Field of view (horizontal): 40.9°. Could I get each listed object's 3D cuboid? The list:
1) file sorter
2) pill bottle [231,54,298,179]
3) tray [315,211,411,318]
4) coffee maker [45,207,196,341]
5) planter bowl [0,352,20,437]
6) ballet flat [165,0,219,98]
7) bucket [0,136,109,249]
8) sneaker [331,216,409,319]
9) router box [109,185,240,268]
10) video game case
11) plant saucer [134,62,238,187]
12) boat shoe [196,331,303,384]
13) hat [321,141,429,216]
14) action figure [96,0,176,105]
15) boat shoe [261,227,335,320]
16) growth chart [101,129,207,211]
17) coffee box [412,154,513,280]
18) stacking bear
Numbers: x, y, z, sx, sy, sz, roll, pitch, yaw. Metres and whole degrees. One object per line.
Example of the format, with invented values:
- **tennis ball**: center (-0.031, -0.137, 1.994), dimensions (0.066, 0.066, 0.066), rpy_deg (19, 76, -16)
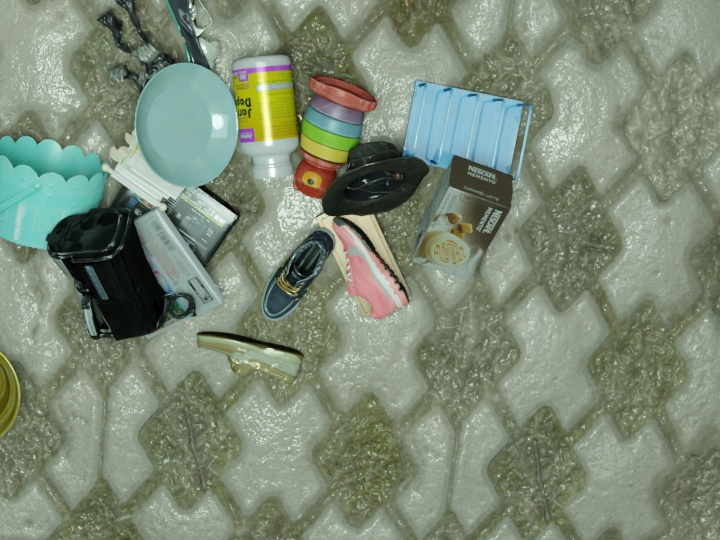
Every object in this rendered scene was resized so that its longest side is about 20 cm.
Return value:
- **file sorter**: center (0.183, -0.241, 1.665), dimensions (0.196, 0.123, 0.142), rpy_deg (10, 98, -4)
- **pill bottle**: center (-0.160, -0.262, 1.654), dimensions (0.102, 0.104, 0.204), rpy_deg (-6, 99, -2)
- **tray**: center (0.005, -0.027, 1.734), dimensions (0.097, 0.037, 0.203), rpy_deg (-26, 100, 2)
- **coffee maker**: center (-0.390, 0.000, 1.577), dimensions (0.189, 0.136, 0.202), rpy_deg (-19, 138, -8)
- **planter bowl**: center (-0.692, 0.208, 1.715), dimensions (0.196, 0.083, 0.205), rpy_deg (0, 99, -3)
- **ballet flat**: center (-0.279, -0.399, 1.647), dimensions (0.072, 0.073, 0.204), rpy_deg (-17, 97, 0)
- **bucket**: center (-0.528, -0.130, 1.613), dimensions (0.203, 0.208, 0.137), rpy_deg (15, 106, -5)
- **sneaker**: center (0.000, 0.000, 1.684), dimensions (0.086, 0.074, 0.201), rpy_deg (-36, 98, 7)
- **router box**: center (-0.331, -0.094, 1.694), dimensions (0.199, 0.062, 0.151), rpy_deg (36, 96, -8)
- **video game case**: center (-0.360, 0.007, 1.678), dimensions (0.180, 0.024, 0.202), rpy_deg (-23, 112, 25)
- **plant saucer**: center (-0.296, -0.242, 1.614), dimensions (0.198, 0.038, 0.206), rpy_deg (-7, 101, -41)
- **boat shoe**: center (-0.203, 0.158, 1.734), dimensions (0.196, 0.074, 0.068), rpy_deg (14, 93, -5)
- **hat**: center (0.015, -0.166, 1.622), dimensions (0.197, 0.201, 0.082), rpy_deg (-18, 71, 0)
- **action figure**: center (-0.372, -0.352, 1.623), dimensions (0.118, 0.102, 0.202), rpy_deg (-28, 94, 24)
- **boat shoe**: center (-0.120, 0.014, 1.693), dimensions (0.070, 0.091, 0.201), rpy_deg (36, 108, 0)
- **growth chart**: center (-0.333, -0.194, 1.642), dimensions (0.144, 0.018, 0.201), rpy_deg (41, 54, -3)
- **coffee box**: center (0.174, -0.087, 1.655), dimensions (0.112, 0.081, 0.201), rpy_deg (18, 139, -6)
- **stacking bear**: center (-0.058, -0.221, 1.665), dimensions (0.119, 0.114, 0.203), rpy_deg (20, 109, -2)
